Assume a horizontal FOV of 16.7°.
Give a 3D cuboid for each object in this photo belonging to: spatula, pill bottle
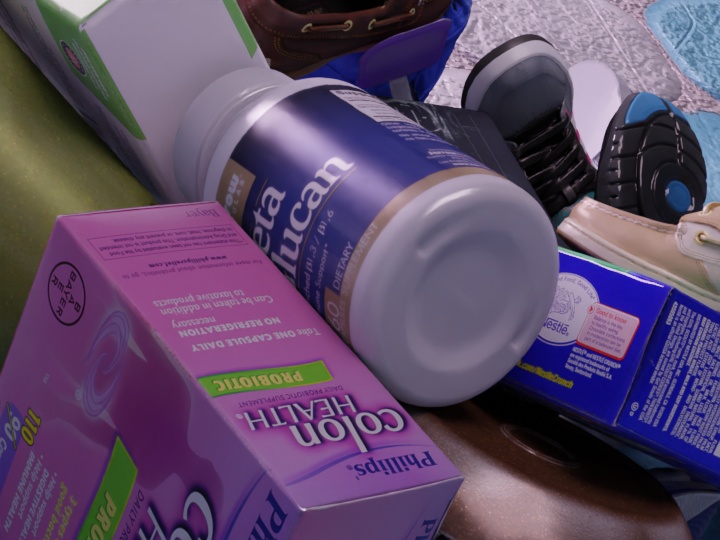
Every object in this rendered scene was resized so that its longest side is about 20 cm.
[{"bbox_3d":[0.026,-0.086,1.469,0.056,0.200,0.021,-19,57,-11],"label":"spatula"},{"bbox_3d":[-0.006,-0.025,1.161,0.111,0.112,0.200,-1,23,-36],"label":"pill bottle"}]

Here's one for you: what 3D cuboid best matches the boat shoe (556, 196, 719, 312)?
[{"bbox_3d":[0.201,-0.002,1.278,0.199,0.069,0.074,24,-3,20],"label":"boat shoe"}]

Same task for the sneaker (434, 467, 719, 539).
[{"bbox_3d":[0.090,0.115,1.285,0.199,0.081,0.115,-6,43,-38],"label":"sneaker"}]

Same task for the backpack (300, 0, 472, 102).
[{"bbox_3d":[-0.014,-0.159,1.561,0.162,0.168,0.200,41,31,7],"label":"backpack"}]

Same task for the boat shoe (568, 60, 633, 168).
[{"bbox_3d":[0.186,-0.069,1.671,0.070,0.071,0.200,38,15,-36],"label":"boat shoe"}]

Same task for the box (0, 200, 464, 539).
[{"bbox_3d":[-0.075,0.100,1.096,0.096,0.177,0.200,-7,43,-42],"label":"box"}]

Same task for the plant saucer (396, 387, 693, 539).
[{"bbox_3d":[0.078,0.096,1.149,0.199,0.037,0.200,23,11,-5],"label":"plant saucer"}]

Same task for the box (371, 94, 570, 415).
[{"bbox_3d":[0.000,0.000,1.364,0.196,0.124,0.200,5,35,-26],"label":"box"}]

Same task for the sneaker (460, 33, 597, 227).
[{"bbox_3d":[0.122,-0.050,1.500,0.083,0.200,0.121,-31,61,-4],"label":"sneaker"}]

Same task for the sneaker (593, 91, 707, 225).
[{"bbox_3d":[0.152,-0.009,1.439,0.073,0.082,0.201,19,66,-26],"label":"sneaker"}]

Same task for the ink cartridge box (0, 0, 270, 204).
[{"bbox_3d":[-0.137,-0.133,1.296,0.084,0.146,0.200,-39,43,-13],"label":"ink cartridge box"}]

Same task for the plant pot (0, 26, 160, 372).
[{"bbox_3d":[-0.208,-0.041,1.245,0.190,0.200,0.200,39,31,1],"label":"plant pot"}]

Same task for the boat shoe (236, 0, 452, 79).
[{"bbox_3d":[0.001,-0.163,1.395,0.070,0.070,0.200,48,47,9],"label":"boat shoe"}]

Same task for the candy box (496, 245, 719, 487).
[{"bbox_3d":[0.150,0.053,1.219,0.200,0.077,0.169,27,-3,-38],"label":"candy box"}]

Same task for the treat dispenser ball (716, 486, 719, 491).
[{"bbox_3d":[0.288,0.075,1.368,0.200,0.202,0.201,18,31,-11],"label":"treat dispenser ball"}]
